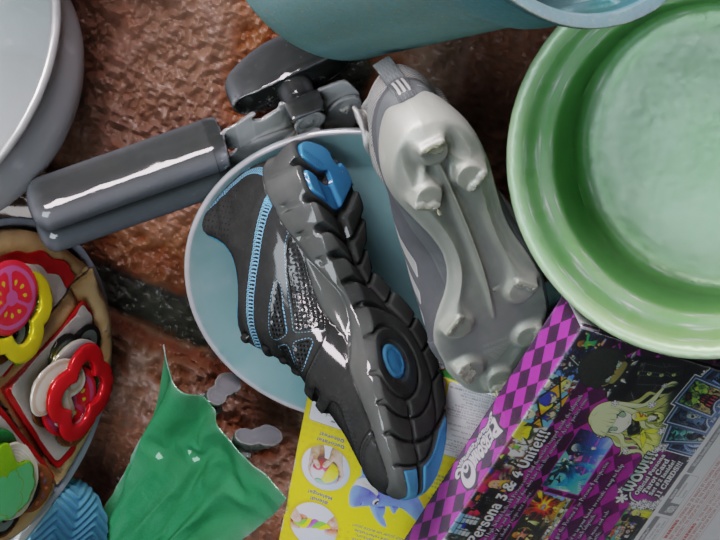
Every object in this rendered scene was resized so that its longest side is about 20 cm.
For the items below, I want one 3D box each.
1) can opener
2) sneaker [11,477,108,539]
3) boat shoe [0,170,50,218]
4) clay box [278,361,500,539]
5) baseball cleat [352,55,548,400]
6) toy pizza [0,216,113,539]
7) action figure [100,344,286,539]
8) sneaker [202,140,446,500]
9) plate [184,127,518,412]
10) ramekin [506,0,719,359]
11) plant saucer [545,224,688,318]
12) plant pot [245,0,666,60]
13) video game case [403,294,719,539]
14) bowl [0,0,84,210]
[{"bbox_3d":[-0.092,-0.070,1.498,0.199,0.053,0.067,-24,63,-7],"label":"can opener"},{"bbox_3d":[-0.224,0.195,1.656,0.200,0.076,0.081,-57,50,29],"label":"sneaker"},{"bbox_3d":[-0.266,-0.032,1.599,0.199,0.068,0.073,7,112,17],"label":"boat shoe"},{"bbox_3d":[0.018,0.131,1.532,0.114,0.048,0.201,16,119,8],"label":"clay box"},{"bbox_3d":[0.048,-0.029,1.419,0.069,0.107,0.201,-19,132,-5],"label":"baseball cleat"},{"bbox_3d":[-0.205,0.069,1.519,0.032,0.200,0.202,17,117,36],"label":"toy pizza"},{"bbox_3d":[-0.112,0.146,1.609,0.118,0.054,0.200,53,134,21],"label":"action figure"},{"bbox_3d":[-0.017,0.034,1.451,0.082,0.073,0.201,-26,80,28],"label":"sneaker"},{"bbox_3d":[0.000,0.000,1.517,0.199,0.026,0.201,2,125,3],"label":"plate"},{"bbox_3d":[0.182,-0.060,1.393,0.199,0.098,0.202,2,98,16],"label":"ramekin"},{"bbox_3d":[0.123,0.036,1.502,0.199,0.019,0.070,-31,109,22],"label":"plant saucer"},{"bbox_3d":[0.038,-0.198,1.344,0.196,0.200,0.201,-13,107,51],"label":"plant pot"},{"bbox_3d":[0.139,0.116,1.475,0.180,0.036,0.201,15,121,-28],"label":"video game case"},{"bbox_3d":[-0.227,-0.100,1.525,0.200,0.090,0.202,-14,62,28],"label":"bowl"}]
